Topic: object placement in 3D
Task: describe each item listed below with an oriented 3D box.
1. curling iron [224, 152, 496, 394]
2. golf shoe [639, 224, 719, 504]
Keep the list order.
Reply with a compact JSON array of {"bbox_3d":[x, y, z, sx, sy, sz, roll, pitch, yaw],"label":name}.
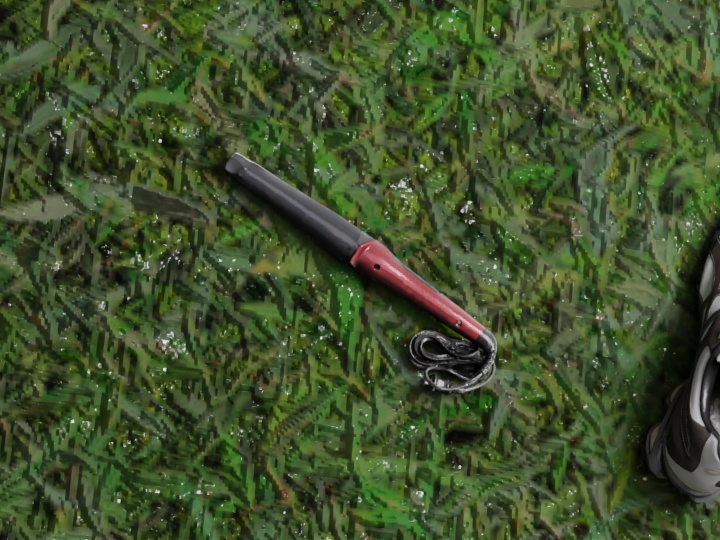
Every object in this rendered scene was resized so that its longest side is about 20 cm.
[{"bbox_3d":[0.000,0.000,1.145,0.200,0.026,0.050,43,72,-2],"label":"curling iron"},{"bbox_3d":[0.234,0.039,1.156,0.077,0.094,0.202,21,75,-7],"label":"golf shoe"}]
